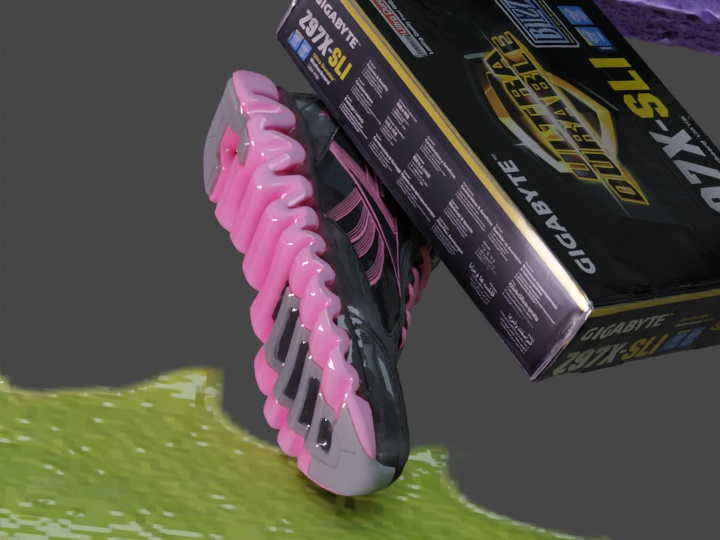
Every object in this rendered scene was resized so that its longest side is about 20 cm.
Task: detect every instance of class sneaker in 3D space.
[{"bbox_3d":[0.000,0.000,0.840,0.095,0.079,0.201,2,54,-25],"label":"sneaker"}]

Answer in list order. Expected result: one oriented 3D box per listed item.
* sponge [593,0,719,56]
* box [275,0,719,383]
[{"bbox_3d":[0.099,-0.168,1.007,0.199,0.030,0.112,11,52,-5],"label":"sponge"},{"bbox_3d":[0.080,-0.050,0.870,0.159,0.049,0.200,-5,51,-46],"label":"box"}]
